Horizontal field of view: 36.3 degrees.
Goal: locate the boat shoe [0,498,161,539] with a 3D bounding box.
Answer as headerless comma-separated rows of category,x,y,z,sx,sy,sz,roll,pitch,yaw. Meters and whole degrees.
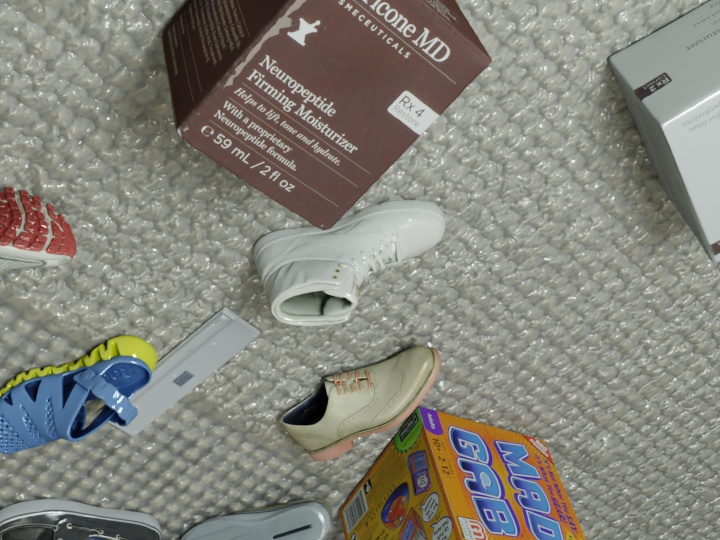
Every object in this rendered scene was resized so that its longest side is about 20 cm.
boat shoe,-0.329,0.319,1.282,0.198,0.067,0.070,14,124,-25

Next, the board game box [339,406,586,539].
board game box,0.122,0.322,1.318,0.198,0.201,0.201,18,123,-27

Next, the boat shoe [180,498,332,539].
boat shoe,-0.124,0.325,1.344,0.198,0.062,0.073,-14,88,14

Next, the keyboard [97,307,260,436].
keyboard,-0.198,0.112,1.190,0.199,0.011,0.056,-39,133,17

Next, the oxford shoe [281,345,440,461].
oxford shoe,0.000,0.141,1.226,0.199,0.071,0.074,-38,125,16

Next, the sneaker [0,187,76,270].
sneaker,-0.358,-0.025,0.998,0.197,0.078,0.083,4,132,-6

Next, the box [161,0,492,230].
box,-0.035,-0.180,0.891,0.165,0.165,0.200,32,115,-33

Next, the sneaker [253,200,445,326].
sneaker,0.000,0.000,1.081,0.198,0.116,0.074,-15,129,-5

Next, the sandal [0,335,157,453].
sandal,-0.301,0.141,1.134,0.199,0.088,0.080,-27,132,10

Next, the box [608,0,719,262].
box,0.374,-0.151,1.048,0.198,0.131,0.200,-29,130,9
